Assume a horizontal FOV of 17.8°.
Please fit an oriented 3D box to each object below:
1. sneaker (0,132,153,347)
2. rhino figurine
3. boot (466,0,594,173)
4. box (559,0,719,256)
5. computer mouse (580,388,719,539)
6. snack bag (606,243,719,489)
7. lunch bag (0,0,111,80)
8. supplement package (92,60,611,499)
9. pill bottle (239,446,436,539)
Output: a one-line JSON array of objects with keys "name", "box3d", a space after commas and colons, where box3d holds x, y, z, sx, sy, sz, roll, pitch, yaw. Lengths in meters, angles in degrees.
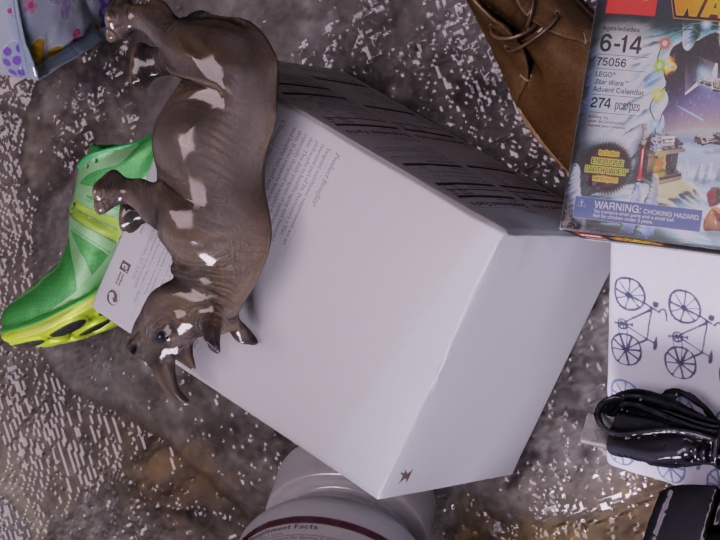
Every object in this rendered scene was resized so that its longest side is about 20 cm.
[{"name": "sneaker", "box3d": [-0.136, -0.030, 1.335, 0.200, 0.074, 0.084, -42, 73, 14]}, {"name": "rhino figurine", "box3d": [-0.083, -0.032, 1.133, 0.087, 0.060, 0.201, 5, 95, 19]}, {"name": "boot", "box3d": [0.089, -0.120, 1.197, 0.074, 0.075, 0.200, -35, 75, 24]}, {"name": "box", "box3d": [0.198, -0.072, 1.057, 0.199, 0.040, 0.137, 7, 86, 28]}, {"name": "computer mouse", "box3d": [0.170, 0.165, 1.146, 0.138, 0.053, 0.201, 9, 109, 33]}, {"name": "snack bag", "box3d": [0.209, 0.043, 1.120, 0.200, 0.021, 0.189, 18, 123, 31]}, {"name": "lunch bag", "box3d": [-0.242, -0.222, 1.332, 0.169, 0.127, 0.201, 9, 117, 29]}, {"name": "supplement package", "box3d": [0.000, 0.000, 1.207, 0.200, 0.151, 0.152, 32, 105, 26]}, {"name": "pill bottle", "box3d": [-0.022, 0.188, 1.194, 0.109, 0.200, 0.110, 8, 133, 9]}]
